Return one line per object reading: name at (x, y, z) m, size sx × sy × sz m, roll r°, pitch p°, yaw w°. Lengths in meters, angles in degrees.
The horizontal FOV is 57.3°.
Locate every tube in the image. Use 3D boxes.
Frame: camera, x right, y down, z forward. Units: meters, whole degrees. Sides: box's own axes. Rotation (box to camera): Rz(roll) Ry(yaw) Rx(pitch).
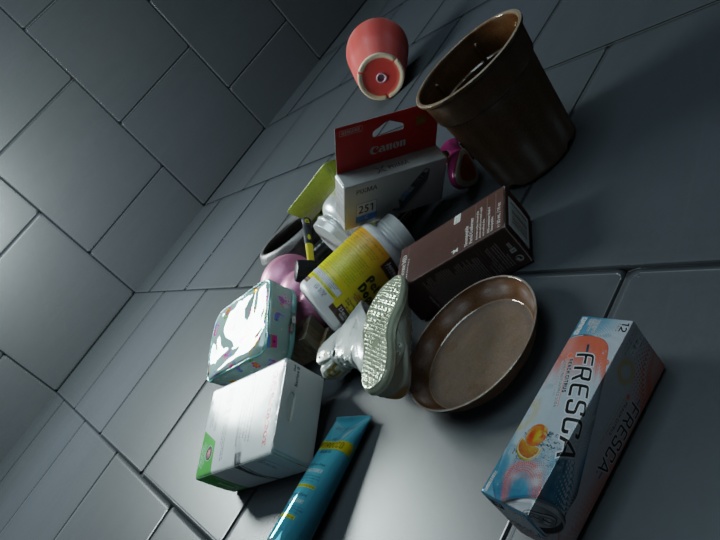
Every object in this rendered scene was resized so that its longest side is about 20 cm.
tube at (-0.051, 0.275, 0.862) m, size 0.076 × 0.051 × 0.202 m, roll -11°, pitch 37°, yaw 43°

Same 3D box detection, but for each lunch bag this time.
lunch bag at (-0.188, 0.112, 1.166) m, size 0.198 × 0.076 × 0.165 m, roll -30°, pitch 45°, yaw 38°

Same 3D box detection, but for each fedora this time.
fedora at (-0.133, -0.061, 1.481) m, size 0.175 × 0.091 × 0.201 m, roll -14°, pitch 32°, yaw 50°

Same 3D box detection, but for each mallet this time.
mallet at (-0.086, -0.040, 1.226) m, size 0.202 × 0.064 × 0.042 m, roll -91°, pitch 14°, yaw -56°

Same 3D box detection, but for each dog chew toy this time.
dog chew toy at (-0.108, 0.045, 1.238) m, size 0.125 × 0.125 × 0.198 m, roll -50°, pitch 36°, yaw -11°

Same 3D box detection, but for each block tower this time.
block tower at (-0.135, 0.146, 1.198) m, size 0.197 × 0.058 × 0.055 m, roll -27°, pitch 30°, yaw 38°

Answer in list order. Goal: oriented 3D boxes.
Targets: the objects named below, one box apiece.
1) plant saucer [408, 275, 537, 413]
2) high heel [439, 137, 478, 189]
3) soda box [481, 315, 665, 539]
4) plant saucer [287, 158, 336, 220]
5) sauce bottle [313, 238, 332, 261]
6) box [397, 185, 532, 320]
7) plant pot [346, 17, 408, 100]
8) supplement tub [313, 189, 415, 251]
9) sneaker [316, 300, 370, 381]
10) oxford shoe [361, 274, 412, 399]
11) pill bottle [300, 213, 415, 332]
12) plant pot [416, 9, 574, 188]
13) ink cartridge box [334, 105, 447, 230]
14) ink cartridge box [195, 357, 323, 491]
plant saucer at (0.142, 0.095, 0.815) m, size 0.199 × 0.034 × 0.202 m, roll -39°, pitch 23°, yaw 20°
high heel at (0.163, -0.185, 1.184) m, size 0.094 × 0.069 × 0.201 m, roll -20°, pitch 19°, yaw 30°
soda box at (0.195, 0.141, 0.596) m, size 0.202 × 0.068 × 0.063 m, roll -54°, pitch 24°, yaw -18°
plant saucer at (-0.032, -0.176, 1.367) m, size 0.197 × 0.049 × 0.199 m, roll -27°, pitch -9°, yaw -37°
sauce bottle at (-0.029, -0.093, 1.384) m, size 0.199 × 0.065 × 0.065 m, roll -42°, pitch 23°, yaw 11°
box at (0.146, -0.023, 0.949) m, size 0.198 × 0.075 × 0.102 m, roll -34°, pitch 26°, yaw 33°
plant pot at (0.055, -0.607, 1.934) m, size 0.198 × 0.199 × 0.180 m, roll -35°, pitch 35°, yaw 24°
supplement tub at (0.018, -0.120, 1.239) m, size 0.201 × 0.145 × 0.144 m, roll -51°, pitch 23°, yaw -10°
sneaker at (-0.010, 0.135, 0.986) m, size 0.116 × 0.073 × 0.201 m, roll -46°, pitch 15°, yaw 11°
oxford shoe at (0.042, 0.090, 0.882) m, size 0.075 × 0.057 × 0.203 m, roll -38°, pitch 29°, yaw 35°
pill bottle at (0.000, 0.000, 1.110) m, size 0.199 × 0.110 × 0.109 m, roll -43°, pitch 22°, yaw -7°
plant pot at (0.220, -0.252, 1.023) m, size 0.199 × 0.198 × 0.202 m, roll -38°, pitch 23°, yaw 19°
ink cartridge box at (0.052, -0.172, 1.099) m, size 0.195 × 0.180 × 0.045 m, roll -19°, pitch 48°, yaw -18°
ink cartridge box at (-0.154, 0.241, 1.007) m, size 0.197 × 0.083 × 0.150 m, roll -27°, pitch 44°, yaw 39°
